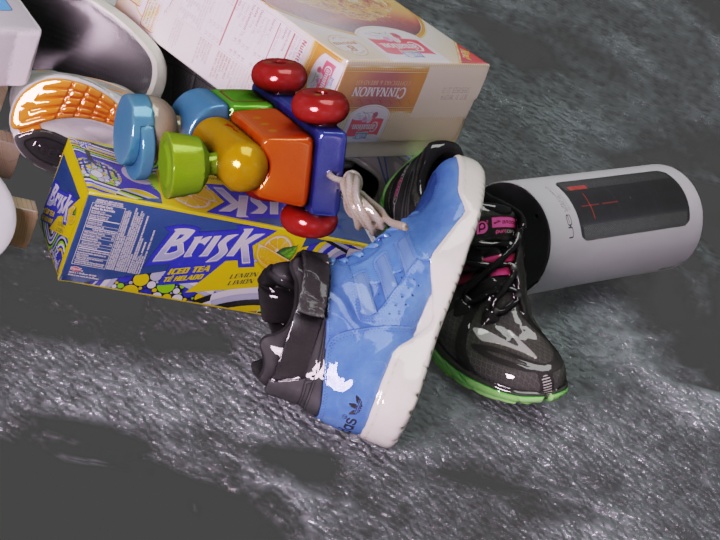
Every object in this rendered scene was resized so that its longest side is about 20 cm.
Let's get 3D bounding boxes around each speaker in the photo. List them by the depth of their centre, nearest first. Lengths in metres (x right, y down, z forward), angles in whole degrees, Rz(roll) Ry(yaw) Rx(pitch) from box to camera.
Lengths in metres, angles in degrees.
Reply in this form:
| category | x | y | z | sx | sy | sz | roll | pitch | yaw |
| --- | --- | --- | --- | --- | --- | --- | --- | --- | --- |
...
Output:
| category | x | y | z | sx | sy | sz | roll | pitch | yaw |
| --- | --- | --- | --- | --- | --- | --- | --- | --- | --- |
| speaker | 0.160 | -0.030 | 1.557 | 0.081 | 0.082 | 0.199 | 40 | 29 | 31 |

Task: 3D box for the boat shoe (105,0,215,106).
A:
| category | x | y | z | sx | sy | sz | roll | pitch | yaw |
| --- | --- | --- | --- | --- | --- | --- | --- | --- | --- |
| boat shoe | -0.135 | -0.150 | 1.542 | 0.201 | 0.075 | 0.065 | 28 | 29 | 24 |

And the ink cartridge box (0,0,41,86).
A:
| category | x | y | z | sx | sy | sz | roll | pitch | yaw |
| --- | --- | --- | --- | --- | --- | --- | --- | --- | --- |
| ink cartridge box | -0.314 | -0.182 | 1.324 | 0.175 | 0.045 | 0.200 | -6 | 42 | -35 |

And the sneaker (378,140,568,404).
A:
| category | x | y | z | sx | sy | sz | roll | pitch | yaw |
| --- | --- | --- | --- | --- | --- | --- | --- | --- | --- |
| sneaker | 0.072 | 0.000 | 1.386 | 0.076 | 0.084 | 0.201 | -11 | 57 | -32 |

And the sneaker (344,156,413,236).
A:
| category | x | y | z | sx | sy | sz | roll | pitch | yaw |
| --- | --- | --- | --- | --- | --- | --- | --- | --- | --- |
| sneaker | -0.003 | -0.083 | 1.529 | 0.086 | 0.075 | 0.200 | 1 | 32 | -29 |

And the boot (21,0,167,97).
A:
| category | x | y | z | sx | sy | sz | roll | pitch | yaw |
| --- | --- | --- | --- | --- | --- | --- | --- | --- | --- |
| boot | -0.212 | -0.166 | 1.489 | 0.199 | 0.073 | 0.144 | 25 | 7 | 6 |

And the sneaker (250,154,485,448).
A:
| category | x | y | z | sx | sy | sz | roll | pitch | yaw |
| --- | --- | --- | --- | --- | --- | --- | --- | --- | --- |
| sneaker | 0.000 | -0.001 | 1.291 | 0.110 | 0.077 | 0.201 | 22 | 62 | -2 |

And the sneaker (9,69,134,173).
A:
| category | x | y | z | sx | sy | sz | roll | pitch | yaw |
| --- | --- | --- | --- | --- | --- | --- | --- | --- | --- |
| sneaker | -0.135 | -0.081 | 1.392 | 0.199 | 0.076 | 0.092 | 27 | 10 | -25 |

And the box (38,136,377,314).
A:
| category | x | y | z | sx | sy | sz | roll | pitch | yaw |
| --- | --- | --- | --- | --- | --- | --- | --- | --- | --- |
| box | -0.091 | -0.021 | 1.337 | 0.199 | 0.065 | 0.070 | 11 | 28 | -27 |

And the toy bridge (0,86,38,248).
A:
| category | x | y | z | sx | sy | sz | roll | pitch | yaw |
| --- | --- | --- | --- | --- | --- | --- | --- | --- | --- |
| toy bridge | -0.246 | -0.079 | 1.356 | 0.067 | 0.027 | 0.200 | 12 | 26 | -23 |

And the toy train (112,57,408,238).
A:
| category | x | y | z | sx | sy | sz | roll | pitch | yaw |
| --- | --- | --- | --- | --- | --- | --- | --- | --- | --- |
| toy train | -0.063 | -0.059 | 1.237 | 0.115 | 0.085 | 0.200 | -2 | 20 | -22 |

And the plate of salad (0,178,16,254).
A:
| category | x | y | z | sx | sy | sz | roll | pitch | yaw |
| --- | --- | --- | --- | --- | --- | --- | --- | --- | --- |
| plate of salad | -0.290 | -0.052 | 1.219 | 0.198 | 0.048 | 0.201 | 12 | 31 | -7 |

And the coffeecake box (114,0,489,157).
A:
| category | x | y | z | sx | sy | sz | roll | pitch | yaw |
| --- | --- | --- | --- | --- | --- | --- | --- | --- | --- |
| coffeecake box | -0.039 | -0.155 | 1.452 | 0.200 | 0.073 | 0.153 | 38 | 26 | 31 |
